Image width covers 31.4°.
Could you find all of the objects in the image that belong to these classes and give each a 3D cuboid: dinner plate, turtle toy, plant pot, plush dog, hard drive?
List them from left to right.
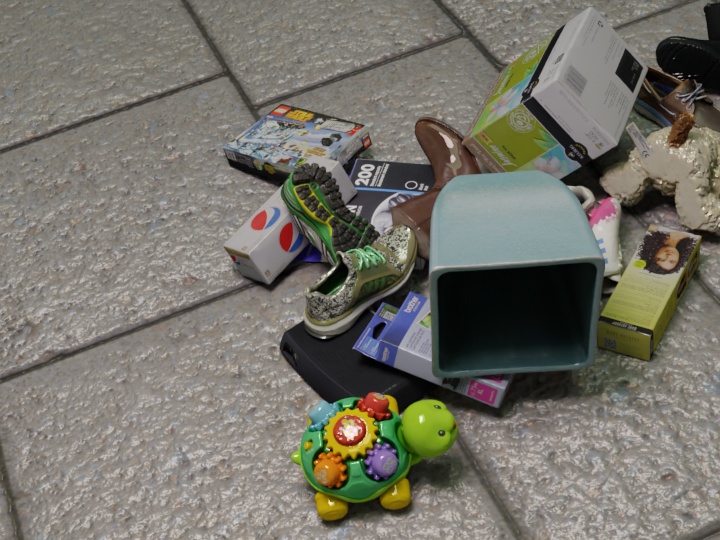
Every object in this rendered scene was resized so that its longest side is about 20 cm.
[{"bbox_3d":[-0.005,0.112,1.665,0.135,0.042,0.200,-32,47,-22],"label":"hard drive"},{"bbox_3d":[0.016,0.201,1.502,0.200,0.101,0.146,-10,58,2],"label":"turtle toy"},{"bbox_3d":[0.174,-0.013,1.543,0.196,0.196,0.200,-4,47,1],"label":"plant pot"},{"bbox_3d":[0.208,0.013,1.649,0.200,0.024,0.200,-2,51,2],"label":"dinner plate"},{"bbox_3d":[0.461,-0.156,1.801,0.200,0.161,0.172,23,26,29],"label":"plush dog"}]

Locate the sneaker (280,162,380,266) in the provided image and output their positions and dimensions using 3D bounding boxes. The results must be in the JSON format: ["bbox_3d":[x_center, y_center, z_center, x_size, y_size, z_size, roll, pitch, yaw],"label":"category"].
[{"bbox_3d":[-0.036,-0.055,1.772,0.078,0.200,0.085,-34,5,-27],"label":"sneaker"}]

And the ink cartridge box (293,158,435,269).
[{"bbox_3d":[0.015,-0.085,1.873,0.200,0.043,0.198,4,45,17],"label":"ink cartridge box"}]

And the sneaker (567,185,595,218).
[{"bbox_3d":[0.229,-0.091,1.761,0.200,0.099,0.078,-7,64,-14],"label":"sneaker"}]

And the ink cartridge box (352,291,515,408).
[{"bbox_3d":[0.103,0.092,1.621,0.200,0.042,0.119,19,37,13],"label":"ink cartridge box"}]

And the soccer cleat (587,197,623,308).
[{"bbox_3d":[0.323,-0.015,1.726,0.086,0.070,0.200,26,55,14],"label":"soccer cleat"}]

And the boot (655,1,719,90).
[{"bbox_3d":[0.555,-0.359,1.999,0.198,0.073,0.163,16,52,-5],"label":"boot"}]

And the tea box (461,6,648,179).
[{"bbox_3d":[0.281,-0.237,1.843,0.197,0.134,0.200,-34,19,44],"label":"tea box"}]

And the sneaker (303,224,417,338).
[{"bbox_3d":[0.000,0.000,1.676,0.077,0.089,0.200,31,64,32],"label":"sneaker"}]

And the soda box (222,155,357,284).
[{"bbox_3d":[-0.100,-0.074,1.836,0.068,0.064,0.200,17,58,48],"label":"soda box"}]

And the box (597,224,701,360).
[{"bbox_3d":[0.379,0.025,1.675,0.075,0.050,0.200,15,49,25],"label":"box"}]

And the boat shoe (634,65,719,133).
[{"bbox_3d":[0.485,-0.247,1.925,0.072,0.072,0.200,-35,48,-23],"label":"boat shoe"}]

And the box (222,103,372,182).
[{"bbox_3d":[-0.099,-0.194,1.990,0.200,0.040,0.137,21,51,42],"label":"box"}]

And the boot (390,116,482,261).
[{"bbox_3d":[0.091,-0.115,1.806,0.186,0.064,0.200,47,51,11],"label":"boot"}]
